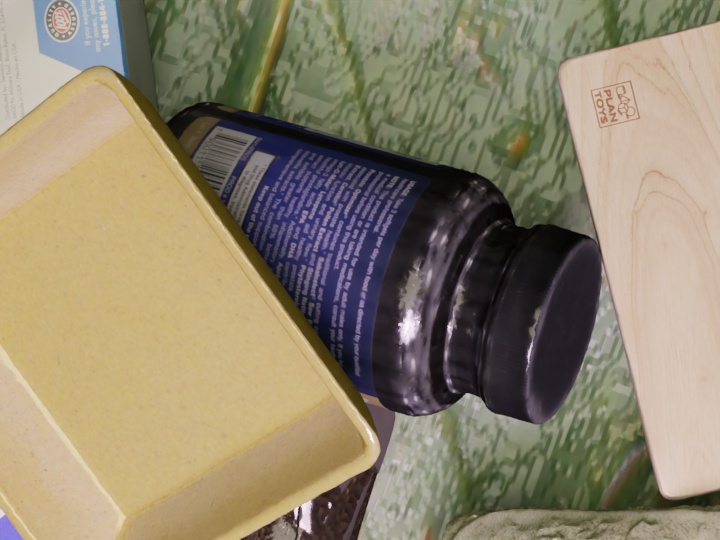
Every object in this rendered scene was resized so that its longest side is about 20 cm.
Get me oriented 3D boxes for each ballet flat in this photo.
[{"bbox_3d":[-0.034,0.133,1.184,0.067,0.046,0.201,13,100,-25],"label":"ballet flat"}]

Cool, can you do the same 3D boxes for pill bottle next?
[{"bbox_3d":[0.000,0.000,1.117,0.199,0.112,0.112,17,94,22],"label":"pill bottle"}]

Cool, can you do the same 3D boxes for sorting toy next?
[{"bbox_3d":[0.207,-0.019,1.132,0.198,0.070,0.201,-14,89,3],"label":"sorting toy"}]

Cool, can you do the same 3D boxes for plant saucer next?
[{"bbox_3d":[-0.104,0.029,1.089,0.200,0.048,0.200,-32,96,37],"label":"plant saucer"}]

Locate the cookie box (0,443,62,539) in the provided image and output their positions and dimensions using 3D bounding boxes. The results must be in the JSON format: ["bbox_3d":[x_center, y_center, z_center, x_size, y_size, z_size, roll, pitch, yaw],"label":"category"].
[{"bbox_3d":[-0.246,0.129,1.189,0.200,0.075,0.171,-32,89,7],"label":"cookie box"}]

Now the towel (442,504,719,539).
[{"bbox_3d":[0.117,0.166,1.078,0.199,0.037,0.149,-4,58,21],"label":"towel"}]

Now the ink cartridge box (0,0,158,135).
[{"bbox_3d":[-0.199,-0.073,1.182,0.199,0.067,0.117,-7,90,7],"label":"ink cartridge box"}]
